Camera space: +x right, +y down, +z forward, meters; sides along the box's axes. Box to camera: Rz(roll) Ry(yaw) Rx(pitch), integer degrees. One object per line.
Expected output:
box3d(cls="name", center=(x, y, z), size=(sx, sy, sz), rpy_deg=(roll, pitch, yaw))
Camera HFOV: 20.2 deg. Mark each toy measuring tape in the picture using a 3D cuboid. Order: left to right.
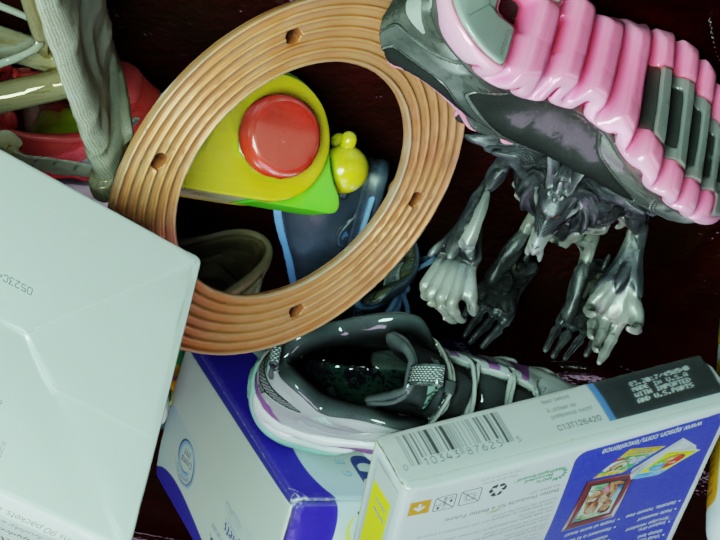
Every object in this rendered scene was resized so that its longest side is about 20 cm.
box3d(cls="toy measuring tape", center=(-0.084, -0.072, 0.991), size=(0.200, 0.074, 0.074), rpy_deg=(8, 158, -27))

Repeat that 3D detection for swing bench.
box3d(cls="swing bench", center=(-0.202, -0.132, 0.855), size=(0.200, 0.130, 0.199), rpy_deg=(2, 155, 2))

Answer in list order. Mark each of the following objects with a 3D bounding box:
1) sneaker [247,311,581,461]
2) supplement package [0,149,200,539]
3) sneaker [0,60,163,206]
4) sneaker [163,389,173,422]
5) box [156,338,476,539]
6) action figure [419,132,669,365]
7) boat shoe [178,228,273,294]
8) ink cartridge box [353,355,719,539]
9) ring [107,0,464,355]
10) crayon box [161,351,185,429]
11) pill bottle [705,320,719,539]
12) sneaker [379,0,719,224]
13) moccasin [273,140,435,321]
box3d(cls="sneaker", center=(0.043, 0.067, 1.069), size=(0.200, 0.078, 0.140), rpy_deg=(4, 165, -7))
box3d(cls="supplement package", center=(-0.214, 0.042, 0.880), size=(0.191, 0.147, 0.200), rpy_deg=(30, 146, -29))
box3d(cls="sneaker", center=(-0.188, -0.076, 1.054), size=(0.200, 0.077, 0.085), rpy_deg=(-7, 141, 17))
box3d(cls="sneaker", center=(-0.151, 0.100, 1.191), size=(0.075, 0.076, 0.200), rpy_deg=(13, 175, 5))
box3d(cls="box", center=(0.005, 0.128, 1.208), size=(0.200, 0.184, 0.105), rpy_deg=(1, 118, -27))
box3d(cls="action figure", center=(0.100, -0.006, 1.060), size=(0.119, 0.102, 0.200), rpy_deg=(17, 158, 9))
box3d(cls="boat shoe", center=(-0.126, 0.015, 1.131), size=(0.200, 0.071, 0.065), rpy_deg=(-22, 152, -54))
box3d(cls="ink cartridge box", center=(0.088, 0.143, 1.102), size=(0.197, 0.047, 0.200), rpy_deg=(-13, 143, -24))
box3d(cls="ring", center=(-0.035, -0.046, 0.964), size=(0.019, 0.200, 0.200), rpy_deg=(44, -179, 39))
box3d(cls="crayon box", center=(-0.174, 0.037, 1.292), size=(0.200, 0.058, 0.119), rpy_deg=(21, 153, -25))
box3d(cls="pill bottle", center=(0.254, 0.113, 1.144), size=(0.111, 0.200, 0.111), rpy_deg=(7, 156, 3))
box3d(cls="sneaker", center=(0.092, -0.081, 0.940), size=(0.200, 0.079, 0.095), rpy_deg=(33, 151, -28))
box3d(cls="moccasin", center=(0.000, 0.000, 1.126), size=(0.068, 0.081, 0.200), rpy_deg=(6, 157, 13))
